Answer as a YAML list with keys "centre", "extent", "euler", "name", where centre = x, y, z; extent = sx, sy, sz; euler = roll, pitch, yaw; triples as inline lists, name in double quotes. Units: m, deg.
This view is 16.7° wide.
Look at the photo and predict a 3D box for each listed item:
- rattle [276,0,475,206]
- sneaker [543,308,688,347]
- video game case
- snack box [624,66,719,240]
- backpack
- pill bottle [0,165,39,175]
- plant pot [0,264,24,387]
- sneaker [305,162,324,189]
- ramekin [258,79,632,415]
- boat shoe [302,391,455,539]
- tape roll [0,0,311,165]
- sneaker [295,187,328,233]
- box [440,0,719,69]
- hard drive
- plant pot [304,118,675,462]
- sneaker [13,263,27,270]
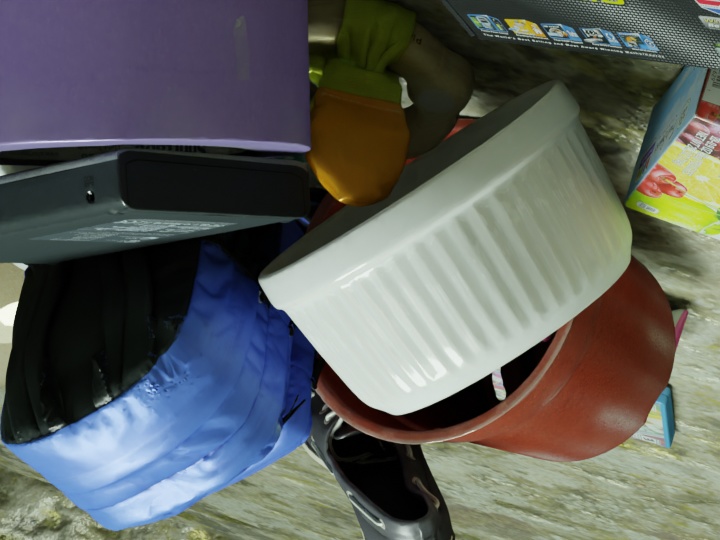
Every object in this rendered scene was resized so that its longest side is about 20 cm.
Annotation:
- centre: [-0.031, -0.059, 1.380]
  extent: [0.130, 0.143, 0.200]
  euler: [19, 149, -38]
  name: "rattle"
- centre: [0.165, 0.059, 1.752]
  extent: [0.088, 0.081, 0.200]
  euler: [22, 157, -3]
  name: "sneaker"
- centre: [0.156, 0.092, 1.983]
  extent: [0.200, 0.018, 0.143]
  euler: [16, 166, 14]
  name: "video game case"
- centre: [0.252, -0.048, 1.254]
  extent: [0.200, 0.068, 0.169]
  euler: [18, 166, -1]
  name: "snack box"
- centre: [-0.105, 0.051, 1.405]
  extent: [0.162, 0.200, 0.168]
  euler: [-33, 117, 26]
  name: "backpack"
- centre: [-0.209, -0.109, 1.449]
  extent: [0.114, 0.114, 0.200]
  euler: [30, 178, -35]
  name: "pill bottle"
- centre: [-0.208, -0.017, 1.746]
  extent: [0.134, 0.201, 0.200]
  euler: [-1, 157, 28]
  name: "plant pot"
- centre: [-0.081, -0.041, 1.691]
  extent: [0.114, 0.075, 0.200]
  euler: [34, 152, 18]
  name: "sneaker"
- centre: [0.054, -0.008, 1.335]
  extent: [0.105, 0.200, 0.200]
  euler: [56, 159, -5]
  name: "ramekin"
- centre: [0.006, 0.105, 1.525]
  extent: [0.073, 0.200, 0.063]
  euler: [-18, 140, -10]
  name: "boat shoe"
- centre: [-0.125, -0.100, 1.244]
  extent: [0.200, 0.085, 0.200]
  euler: [-2, 179, 0]
  name: "tape roll"
- centre: [-0.001, 0.000, 1.610]
  extent: [0.199, 0.081, 0.115]
  euler: [-13, 147, -20]
  name: "sneaker"
- centre: [0.111, -0.149, 1.116]
  extent: [0.200, 0.044, 0.160]
  euler: [11, 163, 31]
  name: "box"
- centre: [-0.146, -0.031, 1.283]
  extent: [0.200, 0.033, 0.139]
  euler: [-9, 173, 40]
  name: "hard drive"
- centre: [0.092, 0.031, 1.534]
  extent: [0.200, 0.201, 0.195]
  euler: [10, 170, 34]
  name: "plant pot"
- centre: [-0.130, -0.058, 1.523]
  extent: [0.075, 0.200, 0.100]
  euler: [61, 167, 12]
  name: "sneaker"
